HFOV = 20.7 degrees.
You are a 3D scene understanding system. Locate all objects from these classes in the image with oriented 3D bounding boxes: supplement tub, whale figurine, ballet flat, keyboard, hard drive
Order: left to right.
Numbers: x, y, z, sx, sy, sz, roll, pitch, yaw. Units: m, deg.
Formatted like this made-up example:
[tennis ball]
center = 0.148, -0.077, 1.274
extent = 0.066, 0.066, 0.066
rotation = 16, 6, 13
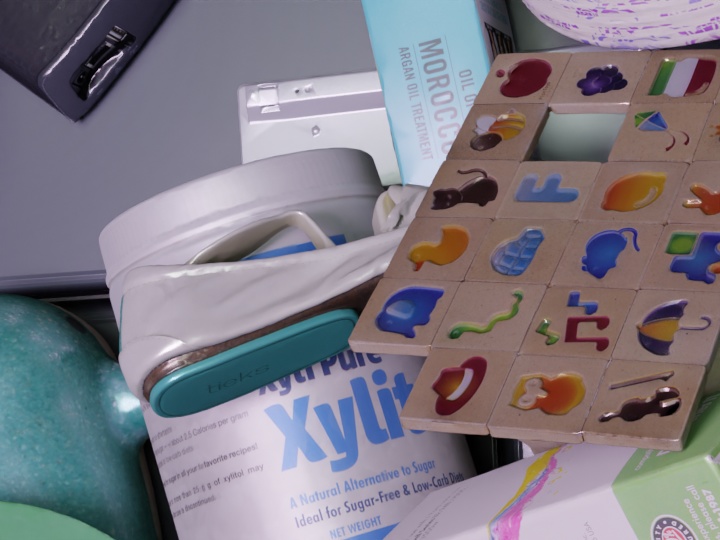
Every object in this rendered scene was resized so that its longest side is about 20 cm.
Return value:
[whale figurine]
center = -0.146, 0.102, 0.880
extent = 0.159, 0.104, 0.200
rotation = -40, 77, 7
[hard drive]
center = -0.131, -0.187, 0.933
extent = 0.135, 0.042, 0.200
rotation = 36, 94, 14
[supplement tub]
center = -0.025, 0.062, 0.839
extent = 0.131, 0.132, 0.201
rotation = -19, 82, 12
[ballet flat]
center = 0.000, 0.000, 0.763
extent = 0.199, 0.069, 0.070
rotation = -14, 81, -15
[keyboard]
center = 0.040, -0.068, 0.898
extent = 0.199, 0.011, 0.057
rotation = -5, 89, 14

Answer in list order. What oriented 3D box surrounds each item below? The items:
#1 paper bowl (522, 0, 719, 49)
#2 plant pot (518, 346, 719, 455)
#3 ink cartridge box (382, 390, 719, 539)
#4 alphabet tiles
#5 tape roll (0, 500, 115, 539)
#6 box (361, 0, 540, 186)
[paper bowl]
center = 0.134, -0.191, 0.783
extent = 0.200, 0.105, 0.201
rotation = -21, 37, 17
[plant pot]
center = 0.160, 0.090, 0.772
extent = 0.200, 0.200, 0.184
rotation = -18, 92, 12
[ink cartridge box]
center = 0.079, 0.125, 0.694
extent = 0.200, 0.067, 0.117
rotation = -24, 99, 38
[alphabet tiles]
center = 0.093, -0.015, 0.697
extent = 0.167, 0.008, 0.200
rotation = 2, 45, 28
[tape roll]
center = -0.151, 0.193, 0.778
extent = 0.200, 0.048, 0.201
rotation = 8, 63, -16
[box]
center = 0.040, -0.080, 0.851
extent = 0.049, 0.082, 0.201
rotation = -13, 87, 15
